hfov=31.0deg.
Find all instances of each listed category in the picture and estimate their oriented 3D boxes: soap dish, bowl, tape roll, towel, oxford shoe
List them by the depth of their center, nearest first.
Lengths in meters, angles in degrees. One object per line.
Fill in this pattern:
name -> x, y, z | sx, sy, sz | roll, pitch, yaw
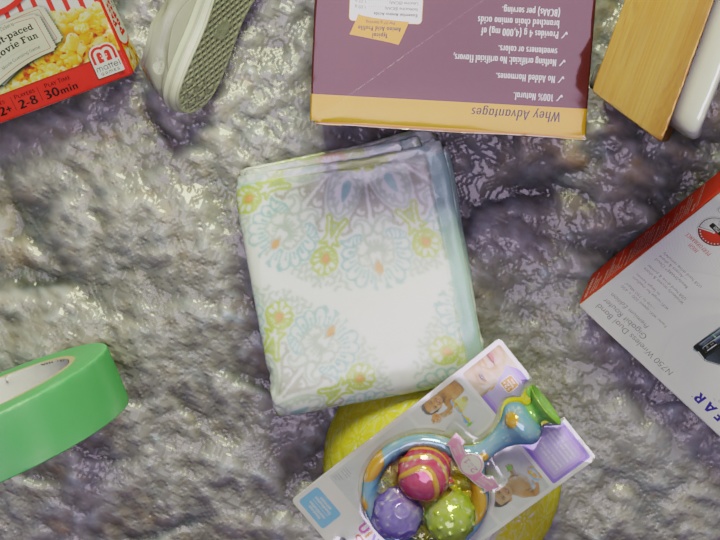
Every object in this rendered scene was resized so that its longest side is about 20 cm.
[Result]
soap dish -> 0.225, -0.172, 0.916 | 0.081, 0.200, 0.158 | 21, 101, 12
tape roll -> -0.276, 0.116, 0.980 | 0.200, 0.200, 0.048 | -21, 98, 6
oxford shoe -> -0.112, -0.218, 0.984 | 0.058, 0.075, 0.201 | 31, 100, 25
towel -> 0.000, 0.000, 1.010 | 0.170, 0.048, 0.201 | -11, 87, 5
bowl -> 0.065, 0.174, 1.026 | 0.199, 0.108, 0.201 | 0, 101, 2

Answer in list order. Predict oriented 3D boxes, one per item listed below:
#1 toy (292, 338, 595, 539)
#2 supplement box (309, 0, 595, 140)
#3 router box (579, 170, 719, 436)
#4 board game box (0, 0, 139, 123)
toy -> 0.059, 0.157, 0.944 | 0.200, 0.047, 0.115 | -39, 95, 7
supplement box -> 0.068, -0.204, 0.944 | 0.196, 0.133, 0.201 | 3, 100, 1
router box -> 0.300, 0.033, 0.982 | 0.200, 0.049, 0.179 | 42, 128, -5
board game box -> -0.276, -0.219, 0.975 | 0.151, 0.046, 0.201 | -20, 112, 7
